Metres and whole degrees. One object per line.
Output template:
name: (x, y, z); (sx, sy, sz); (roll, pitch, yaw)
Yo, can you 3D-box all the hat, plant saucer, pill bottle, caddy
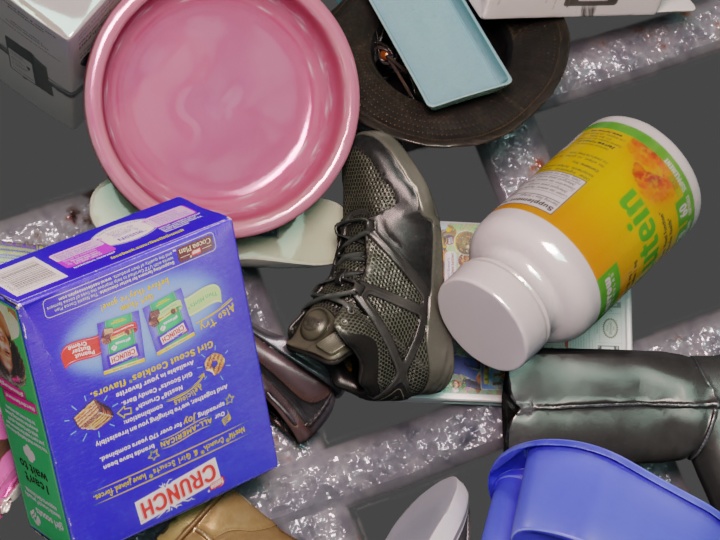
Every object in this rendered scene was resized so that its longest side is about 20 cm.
hat: (0.063, -0.154, 1.514); (0.201, 0.081, 0.201); (1, 56, -2)
plant saucer: (-0.102, -0.124, 1.407); (0.200, 0.051, 0.201); (-2, 96, -16)
pill bottle: (0.151, -0.017, 1.434); (0.111, 0.111, 0.200); (44, 60, 8)
caddy: (0.178, 0.197, 1.387); (0.200, 0.141, 0.105); (30, 52, -5)
plant saucer: (0.042, -0.202, 1.485); (0.070, 0.019, 0.200); (-18, 59, -15)

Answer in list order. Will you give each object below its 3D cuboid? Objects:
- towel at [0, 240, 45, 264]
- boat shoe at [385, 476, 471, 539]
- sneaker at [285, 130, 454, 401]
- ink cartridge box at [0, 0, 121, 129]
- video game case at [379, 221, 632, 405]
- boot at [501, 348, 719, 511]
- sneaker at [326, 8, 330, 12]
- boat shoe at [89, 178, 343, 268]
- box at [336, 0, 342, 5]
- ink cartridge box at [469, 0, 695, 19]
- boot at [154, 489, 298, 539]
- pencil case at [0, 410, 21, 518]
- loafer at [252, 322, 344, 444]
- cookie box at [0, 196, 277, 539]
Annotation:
towel: (-0.301, 0.042, 1.457); (0.200, 0.023, 0.144); (5, 72, -5)
boat shoe: (0.051, 0.229, 1.383); (0.066, 0.070, 0.200); (48, 29, -16)
sneaker: (0.000, 0.000, 1.415); (0.114, 0.076, 0.200); (-11, 96, -38)
ink cartridge box: (-0.201, -0.209, 1.450); (0.083, 0.200, 0.147); (37, 74, 3)
video game case: (0.109, 0.033, 1.501); (0.200, 0.018, 0.143); (3, 74, -5)
boot: (0.204, 0.138, 1.446); (0.200, 0.066, 0.165); (1, 80, -8)
sneaker: (-0.111, -0.163, 1.513); (0.200, 0.086, 0.080); (-22, 59, -32)
boat shoe: (-0.106, -0.030, 1.472); (0.201, 0.072, 0.070); (7, 81, -11)
box: (-0.034, -0.311, 1.573); (0.082, 0.049, 0.200); (-33, 79, -14)
ink cartridge box: (0.167, -0.257, 1.520); (0.200, 0.067, 0.116); (-6, 47, -26)
boot: (-0.075, 0.262, 1.392); (0.200, 0.066, 0.175); (38, 74, 5)
pencil case: (-0.239, 0.086, 1.393); (0.094, 0.091, 0.200); (31, 83, 28)
loafer: (-0.108, 0.058, 1.448); (0.200, 0.072, 0.063); (29, 77, 0)
cookie box: (-0.160, 0.073, 1.346); (0.171, 0.075, 0.200); (-23, 118, -29)
